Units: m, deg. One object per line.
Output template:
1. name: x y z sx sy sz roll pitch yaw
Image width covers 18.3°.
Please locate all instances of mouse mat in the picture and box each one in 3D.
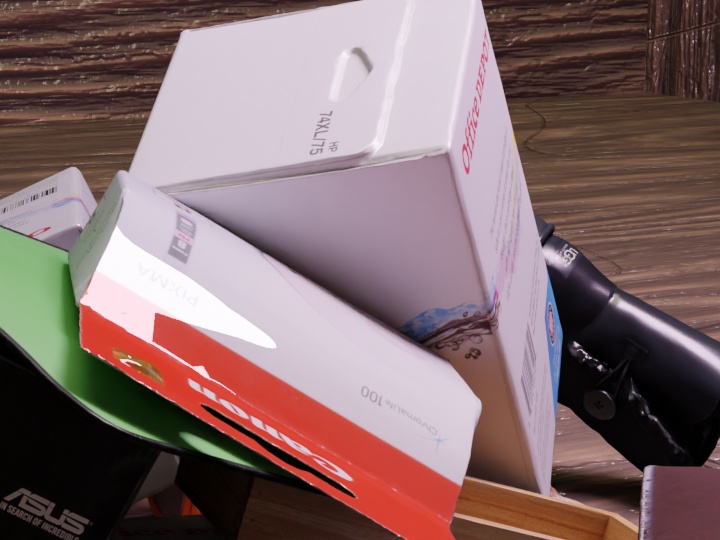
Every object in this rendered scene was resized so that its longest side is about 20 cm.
1. mouse mat: -0.097 0.023 0.811 0.200 0.008 0.160 37 9 37

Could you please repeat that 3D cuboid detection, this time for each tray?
1. tray: 0.032 0.105 0.896 0.198 0.037 0.099 15 5 -20

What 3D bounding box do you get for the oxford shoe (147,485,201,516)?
1. oxford shoe: -0.012 0.111 1.191 0.198 0.072 0.073 5 6 23

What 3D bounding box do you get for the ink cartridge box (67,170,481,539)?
1. ink cartridge box: -0.027 0.031 0.822 0.162 0.057 0.200 31 -1 -12

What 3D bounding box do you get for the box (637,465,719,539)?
1. box: 0.175 0.160 0.649 0.198 0.168 0.164 3 11 8

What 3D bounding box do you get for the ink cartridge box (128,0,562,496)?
1. ink cartridge box: 0.000 0.000 1.004 0.145 0.201 0.147 -8 33 14

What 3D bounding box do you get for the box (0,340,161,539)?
1. box: -0.167 0.033 0.836 0.163 0.087 0.200 29 7 -13

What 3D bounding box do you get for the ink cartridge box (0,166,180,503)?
1. ink cartridge box: -0.184 0.050 1.183 0.144 0.146 0.200 -24 12 -2

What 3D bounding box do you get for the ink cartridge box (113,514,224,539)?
1. ink cartridge box: -0.049 0.159 0.840 0.143 0.086 0.200 2 12 -24

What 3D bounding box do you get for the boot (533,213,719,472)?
1. boot: 0.122 0.080 1.316 0.168 0.201 0.076 37 41 9

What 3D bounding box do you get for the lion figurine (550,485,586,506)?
1. lion figurine: 0.024 0.128 1.083 0.198 0.124 0.072 -12 -29 20
